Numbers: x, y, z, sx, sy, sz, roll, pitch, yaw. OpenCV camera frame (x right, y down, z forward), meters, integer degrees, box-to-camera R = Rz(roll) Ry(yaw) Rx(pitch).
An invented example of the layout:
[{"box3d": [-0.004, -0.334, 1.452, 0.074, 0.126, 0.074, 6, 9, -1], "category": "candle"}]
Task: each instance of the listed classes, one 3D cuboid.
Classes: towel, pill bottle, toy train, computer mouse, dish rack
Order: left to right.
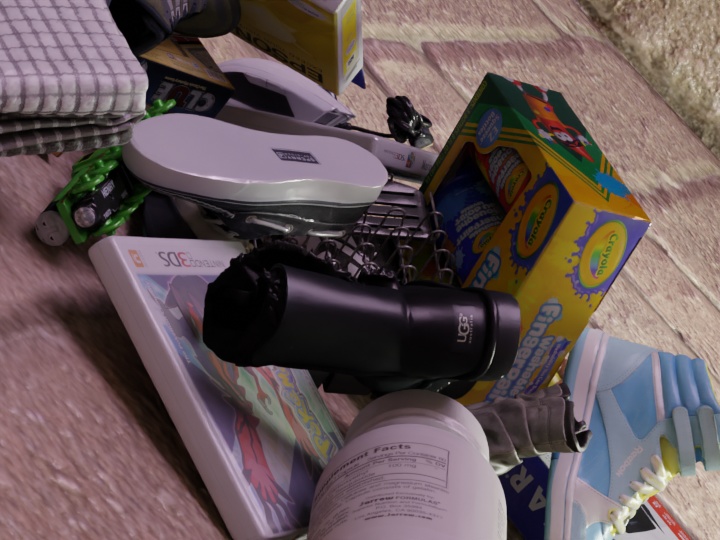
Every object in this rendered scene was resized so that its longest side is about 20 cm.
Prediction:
[{"box3d": [-0.233, -0.140, 1.554, 0.165, 0.086, 0.200, -6, 48, -35], "category": "towel"}, {"box3d": [-0.156, -0.061, 1.663, 0.042, 0.056, 0.200, 65, 20, -14], "category": "toy train"}, {"box3d": [-0.041, -0.131, 1.992, 0.200, 0.044, 0.110, 13, 2, 13], "category": "computer mouse"}, {"box3d": [0.000, 0.000, 1.782, 0.153, 0.055, 0.200, 5, 50, -19], "category": "dish rack"}, {"box3d": [0.027, 0.153, 1.507, 0.114, 0.114, 0.200, 41, 22, -15], "category": "pill bottle"}]

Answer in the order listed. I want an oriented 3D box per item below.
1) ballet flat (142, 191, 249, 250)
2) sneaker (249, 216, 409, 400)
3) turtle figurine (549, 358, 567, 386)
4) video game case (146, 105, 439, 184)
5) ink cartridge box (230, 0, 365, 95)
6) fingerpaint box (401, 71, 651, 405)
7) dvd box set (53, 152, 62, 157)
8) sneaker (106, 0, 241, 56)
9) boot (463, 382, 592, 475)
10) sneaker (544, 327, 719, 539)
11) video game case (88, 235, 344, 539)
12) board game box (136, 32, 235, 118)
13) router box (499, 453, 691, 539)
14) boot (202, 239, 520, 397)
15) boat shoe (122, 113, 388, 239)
[{"box3d": [-0.109, -0.040, 1.742, 0.073, 0.073, 0.200, 36, 19, -31], "category": "ballet flat"}, {"box3d": [0.005, 0.011, 1.851, 0.090, 0.067, 0.200, -27, 66, -29], "category": "sneaker"}, {"box3d": [0.135, 0.066, 2.107, 0.161, 0.064, 0.200, 51, 6, -11], "category": "turtle figurine"}, {"box3d": [-0.036, -0.095, 1.943, 0.200, 0.024, 0.182, 13, 1, 27], "category": "video game case"}, {"box3d": [-0.088, -0.201, 1.854, 0.197, 0.047, 0.200, 31, -19, 11], "category": "ink cartridge box"}, {"box3d": [0.097, -0.009, 1.853, 0.073, 0.200, 0.167, 14, 30, -31], "category": "fingerpaint box"}, {"box3d": [-0.269, -0.170, 1.719, 0.200, 0.029, 0.146, 37, 16, -26], "category": "dvd box set"}, {"box3d": [-0.143, -0.173, 1.718, 0.200, 0.074, 0.081, 11, 56, -56], "category": "sneaker"}, {"box3d": [0.080, 0.117, 1.701, 0.200, 0.130, 0.068, -64, 138, -73], "category": "boot"}, {"box3d": [0.196, 0.142, 1.815, 0.130, 0.200, 0.080, 8, -14, 8], "category": "sneaker"}, {"box3d": [-0.072, 0.070, 1.584, 0.200, 0.023, 0.182, 62, 19, 11], "category": "video game case"}, {"box3d": [-0.190, -0.174, 1.766, 0.200, 0.035, 0.136, 17, 30, -47], "category": "board game box"}, {"box3d": [0.179, 0.191, 1.937, 0.200, 0.049, 0.179, 51, 17, 16], "category": "router box"}, {"box3d": [-0.018, 0.031, 1.583, 0.168, 0.077, 0.200, 10, -7, -21], "category": "boot"}, {"box3d": [-0.073, -0.051, 1.672, 0.200, 0.068, 0.072, 2, 38, -45], "category": "boat shoe"}]
